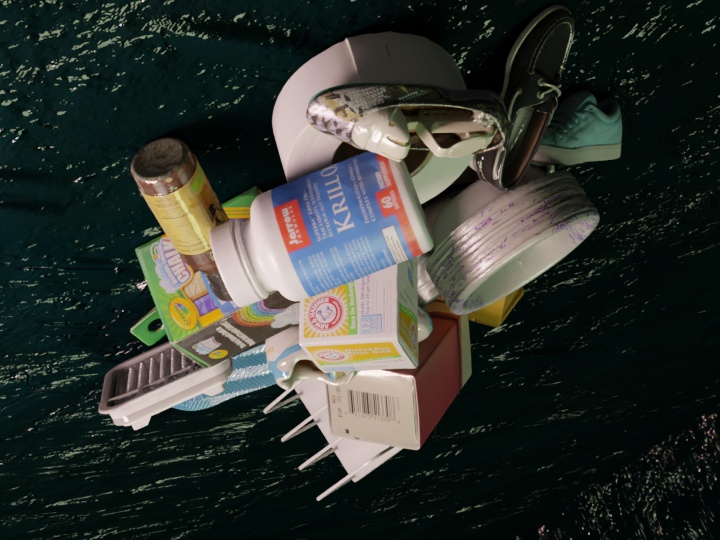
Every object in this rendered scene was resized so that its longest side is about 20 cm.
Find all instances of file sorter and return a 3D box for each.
[{"bbox_3d":[-0.043,0.188,1.907,0.139,0.201,0.124,-39,169,32],"label":"file sorter"}]

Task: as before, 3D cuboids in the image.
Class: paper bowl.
[{"bbox_3d":[0.162,-0.045,1.580,0.200,0.105,0.201,-32,166,-9],"label":"paper bowl"}]

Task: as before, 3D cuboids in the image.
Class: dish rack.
[{"bbox_3d":[-0.227,0.129,1.689,0.171,0.044,0.200,-25,-165,-2],"label":"dish rack"}]

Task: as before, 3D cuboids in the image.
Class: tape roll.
[{"bbox_3d":[0.015,-0.140,1.386,0.201,0.071,0.203,-11,145,-8],"label":"tape roll"}]

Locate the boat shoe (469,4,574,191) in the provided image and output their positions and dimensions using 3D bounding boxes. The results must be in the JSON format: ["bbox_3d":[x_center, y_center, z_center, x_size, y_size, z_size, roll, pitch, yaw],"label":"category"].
[{"bbox_3d":[0.177,-0.178,1.462,0.074,0.060,0.201,9,118,-42],"label":"boat shoe"}]

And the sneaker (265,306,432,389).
[{"bbox_3d":[-0.011,0.089,1.638,0.198,0.081,0.077,-9,150,-5],"label":"sneaker"}]

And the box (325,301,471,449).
[{"bbox_3d":[0.052,0.128,1.806,0.127,0.110,0.200,6,-153,23],"label":"box"}]

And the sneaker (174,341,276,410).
[{"bbox_3d":[-0.183,0.127,1.821,0.198,0.077,0.081,-11,-164,5],"label":"sneaker"}]

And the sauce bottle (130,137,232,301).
[{"bbox_3d":[-0.164,-0.046,1.398,0.064,0.065,0.201,-24,138,0],"label":"sauce bottle"}]

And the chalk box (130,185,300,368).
[{"bbox_3d":[-0.162,0.020,1.549,0.199,0.125,0.125,-25,159,5],"label":"chalk box"}]

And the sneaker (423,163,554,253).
[{"bbox_3d":[0.149,-0.087,1.693,0.199,0.075,0.100,-28,166,-17],"label":"sneaker"}]

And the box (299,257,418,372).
[{"bbox_3d":[0.000,0.000,1.506,0.111,0.202,0.101,-5,158,13],"label":"box"}]

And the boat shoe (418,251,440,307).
[{"bbox_3d":[0.048,0.025,1.726,0.074,0.065,0.202,-30,178,-27],"label":"boat shoe"}]

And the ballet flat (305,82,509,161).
[{"bbox_3d":[0.050,-0.134,1.288,0.199,0.073,0.072,-2,151,-20],"label":"ballet flat"}]

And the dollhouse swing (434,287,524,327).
[{"bbox_3d":[0.164,-0.042,1.837,0.180,0.177,0.200,16,166,7],"label":"dollhouse swing"}]

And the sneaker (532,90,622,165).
[{"bbox_3d":[0.236,-0.167,1.616,0.073,0.083,0.199,10,-166,37],"label":"sneaker"}]

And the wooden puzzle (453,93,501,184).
[{"bbox_3d":[0.096,-0.146,1.567,0.184,0.037,0.200,-11,158,-31],"label":"wooden puzzle"}]

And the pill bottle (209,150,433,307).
[{"bbox_3d":[-0.039,-0.037,1.345,0.199,0.113,0.112,-22,158,5],"label":"pill bottle"}]
